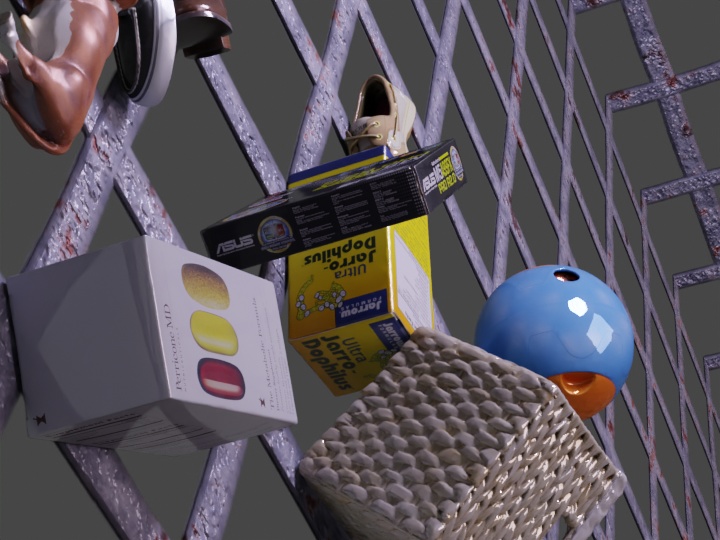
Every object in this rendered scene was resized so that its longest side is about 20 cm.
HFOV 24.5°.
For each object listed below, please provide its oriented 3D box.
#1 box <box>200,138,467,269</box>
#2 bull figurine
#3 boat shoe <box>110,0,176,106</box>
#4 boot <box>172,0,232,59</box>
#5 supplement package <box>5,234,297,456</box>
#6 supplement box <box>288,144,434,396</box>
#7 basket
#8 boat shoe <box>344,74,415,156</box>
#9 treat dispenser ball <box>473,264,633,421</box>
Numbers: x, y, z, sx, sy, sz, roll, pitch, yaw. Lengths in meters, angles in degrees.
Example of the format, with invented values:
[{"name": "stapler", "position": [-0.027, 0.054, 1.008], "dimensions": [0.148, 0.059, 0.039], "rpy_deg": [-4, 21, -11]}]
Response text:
[{"name": "box", "position": [-0.019, -0.056, 1.441], "dimensions": [0.160, 0.199, 0.045], "rpy_deg": [-37, 110, -69]}, {"name": "bull figurine", "position": [-0.217, -0.172, 1.176], "dimensions": [0.122, 0.065, 0.201], "rpy_deg": [54, 25, -38]}, {"name": "boat shoe", "position": [-0.188, -0.230, 1.321], "dimensions": [0.056, 0.068, 0.202], "rpy_deg": [2, 79, -33]}, {"name": "boot", "position": [-0.159, -0.286, 1.401], "dimensions": [0.186, 0.064, 0.202], "rpy_deg": [-167, -115, -87]}, {"name": "supplement package", "position": [-0.139, 0.058, 1.145], "dimensions": [0.200, 0.109, 0.115], "rpy_deg": [22, 54, -67]}, {"name": "supplement box", "position": [0.000, 0.000, 1.593], "dimensions": [0.109, 0.109, 0.201], "rpy_deg": [53, 28, -47]}, {"name": "basket", "position": [0.087, 0.182, 1.472], "dimensions": [0.198, 0.199, 0.161], "rpy_deg": [-48, 129, -16]}, {"name": "boat shoe", "position": [0.014, -0.140, 1.821], "dimensions": [0.066, 0.074, 0.201], "rpy_deg": [48, 28, -29]}, {"name": "treat dispenser ball", "position": [0.240, 0.093, 2.071], "dimensions": [0.201, 0.199, 0.202], "rpy_deg": [-16, 90, -71]}]
